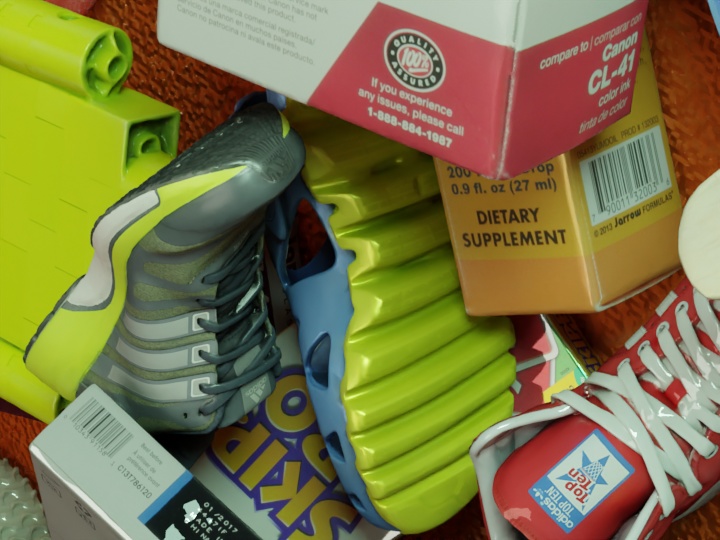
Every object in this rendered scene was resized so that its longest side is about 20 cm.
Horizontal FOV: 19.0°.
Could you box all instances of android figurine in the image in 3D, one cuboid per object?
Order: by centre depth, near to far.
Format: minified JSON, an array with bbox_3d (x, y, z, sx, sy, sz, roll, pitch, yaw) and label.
[{"bbox_3d":[-0.136,-0.027,0.918,0.200,0.041,0.183,25,118,35],"label":"android figurine"}]

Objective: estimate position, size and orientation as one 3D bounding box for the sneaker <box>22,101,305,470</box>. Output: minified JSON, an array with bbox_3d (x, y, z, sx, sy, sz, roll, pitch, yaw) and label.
[{"bbox_3d":[-0.056,0.010,0.784,0.081,0.074,0.200,46,147,5],"label":"sneaker"}]

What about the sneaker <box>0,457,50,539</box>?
[{"bbox_3d":[-0.184,0.186,1.129,0.200,0.069,0.100,50,140,18],"label":"sneaker"}]

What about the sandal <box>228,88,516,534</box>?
[{"bbox_3d":[0.000,0.000,0.810,0.087,0.079,0.201,-3,99,57],"label":"sandal"}]

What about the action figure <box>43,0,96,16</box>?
[{"bbox_3d":[-0.178,-0.166,0.963,0.099,0.065,0.200,-29,86,42],"label":"action figure"}]

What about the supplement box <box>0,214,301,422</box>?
[{"bbox_3d":[-0.111,0.018,0.982,0.200,0.061,0.109,9,114,42],"label":"supplement box"}]

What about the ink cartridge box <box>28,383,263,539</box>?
[{"bbox_3d":[-0.078,0.121,0.849,0.099,0.039,0.200,41,159,12],"label":"ink cartridge box"}]

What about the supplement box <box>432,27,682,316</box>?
[{"bbox_3d":[0.057,-0.088,0.757,0.066,0.069,0.201,-3,104,44],"label":"supplement box"}]

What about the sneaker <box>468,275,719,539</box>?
[{"bbox_3d":[0.109,0.037,0.726,0.071,0.112,0.200,46,135,20],"label":"sneaker"}]

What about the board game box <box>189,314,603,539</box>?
[{"bbox_3d":[-0.002,0.062,0.864,0.200,0.030,0.096,-38,80,27],"label":"board game box"}]

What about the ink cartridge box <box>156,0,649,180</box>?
[{"bbox_3d":[0.019,-0.149,0.660,0.147,0.086,0.201,26,123,32],"label":"ink cartridge box"}]

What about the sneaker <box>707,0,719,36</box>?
[{"bbox_3d":[0.146,-0.110,0.653,0.078,0.070,0.200,-34,83,53],"label":"sneaker"}]

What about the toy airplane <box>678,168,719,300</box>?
[{"bbox_3d":[0.200,-0.061,0.573,0.200,0.141,0.200,15,81,38],"label":"toy airplane"}]
